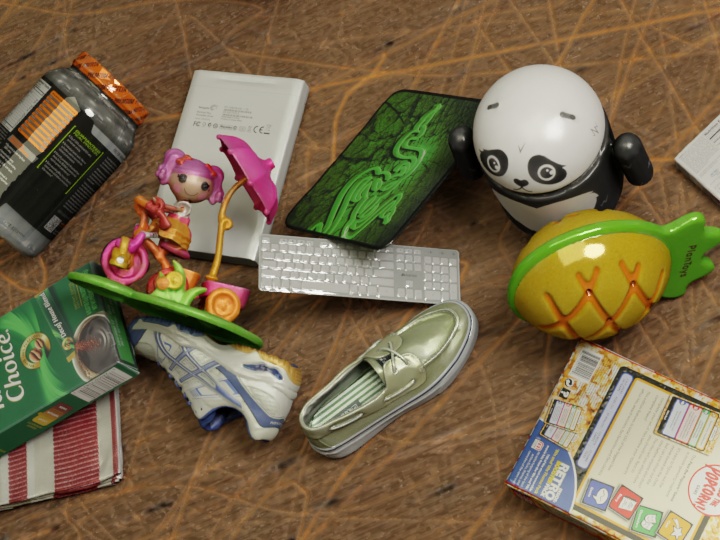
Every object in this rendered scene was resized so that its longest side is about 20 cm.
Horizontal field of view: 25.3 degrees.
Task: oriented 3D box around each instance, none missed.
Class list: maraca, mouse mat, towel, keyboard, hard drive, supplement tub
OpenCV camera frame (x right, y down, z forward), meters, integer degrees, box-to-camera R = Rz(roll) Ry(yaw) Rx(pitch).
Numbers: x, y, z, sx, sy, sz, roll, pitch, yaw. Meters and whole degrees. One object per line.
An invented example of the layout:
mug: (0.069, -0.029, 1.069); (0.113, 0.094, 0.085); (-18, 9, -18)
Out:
maraca: (0.225, 0.000, 1.423); (0.197, 0.138, 0.108); (-11, 57, -9)
mouse mat: (0.030, -0.103, 1.559); (0.160, 0.008, 0.201); (14, 58, 48)
towel: (-0.334, 0.167, 1.628); (0.197, 0.023, 0.146); (-14, 63, 12)
keyboard: (0.000, 0.000, 1.529); (0.197, 0.011, 0.057); (4, 63, -13)
hard drive: (-0.138, -0.108, 1.667); (0.130, 0.027, 0.202); (8, 71, 21)
supplement tub: (-0.322, -0.124, 1.683); (0.200, 0.123, 0.122); (-47, 62, -4)

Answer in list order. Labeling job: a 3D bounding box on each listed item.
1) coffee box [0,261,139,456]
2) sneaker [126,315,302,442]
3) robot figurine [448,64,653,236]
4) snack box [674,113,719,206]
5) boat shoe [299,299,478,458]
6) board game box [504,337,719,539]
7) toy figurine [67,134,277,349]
coffee box: (-0.321, 0.093, 1.600); (0.198, 0.044, 0.124); (-29, 61, 17)
sneaker: (-0.156, 0.106, 1.561); (0.198, 0.075, 0.089); (16, 83, 29)
robot figurine: (0.172, -0.101, 1.458); (0.149, 0.200, 0.126); (-33, 63, 3)
snack box: (0.389, -0.147, 1.500); (0.200, 0.024, 0.072); (-44, 61, -1)
boat shoe: (0.028, 0.100, 1.504); (0.200, 0.062, 0.072); (-42, 62, -2)
board game box: (0.248, 0.169, 1.409); (0.198, 0.046, 0.153); (25, 79, 26)
toy figurine: (-0.160, -0.044, 1.552); (0.198, 0.150, 0.186); (20, 81, -11)
